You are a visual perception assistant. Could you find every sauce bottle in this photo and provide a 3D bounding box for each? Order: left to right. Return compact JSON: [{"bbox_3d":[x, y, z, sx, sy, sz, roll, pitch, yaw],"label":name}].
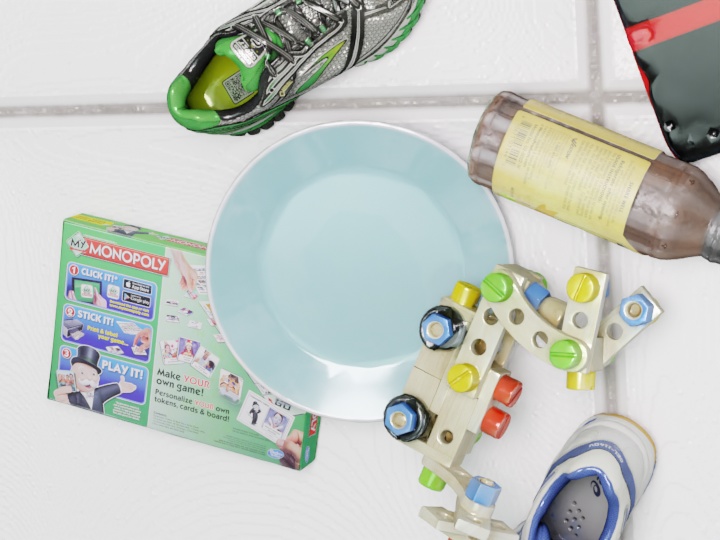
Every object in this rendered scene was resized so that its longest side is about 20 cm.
[{"bbox_3d":[0.163,-0.045,1.161,0.200,0.065,0.065,25,111,18],"label":"sauce bottle"}]

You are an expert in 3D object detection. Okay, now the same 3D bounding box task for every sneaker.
[{"bbox_3d":[-0.039,-0.145,1.213,0.200,0.085,0.078,-39,85,25],"label":"sneaker"},{"bbox_3d":[0.119,0.185,1.221,0.075,0.088,0.200,23,111,15],"label":"sneaker"}]

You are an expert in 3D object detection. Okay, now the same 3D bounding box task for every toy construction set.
[{"bbox_3d":[0.088,0.079,1.183,0.131,0.092,0.200,26,87,22],"label":"toy construction set"}]

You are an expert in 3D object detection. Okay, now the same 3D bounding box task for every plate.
[{"bbox_3d":[0.000,0.000,1.242,0.200,0.026,0.201,1,104,4],"label":"plate"}]

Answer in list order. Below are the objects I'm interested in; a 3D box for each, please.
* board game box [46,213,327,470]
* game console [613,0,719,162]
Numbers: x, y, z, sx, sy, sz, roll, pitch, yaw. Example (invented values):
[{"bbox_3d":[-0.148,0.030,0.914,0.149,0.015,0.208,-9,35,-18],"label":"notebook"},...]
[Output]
[{"bbox_3d":[-0.118,0.047,1.322,0.200,0.029,0.135,14,106,20],"label":"board game box"},{"bbox_3d":[0.244,-0.173,1.121,0.200,0.031,0.177,-19,100,26],"label":"game console"}]
